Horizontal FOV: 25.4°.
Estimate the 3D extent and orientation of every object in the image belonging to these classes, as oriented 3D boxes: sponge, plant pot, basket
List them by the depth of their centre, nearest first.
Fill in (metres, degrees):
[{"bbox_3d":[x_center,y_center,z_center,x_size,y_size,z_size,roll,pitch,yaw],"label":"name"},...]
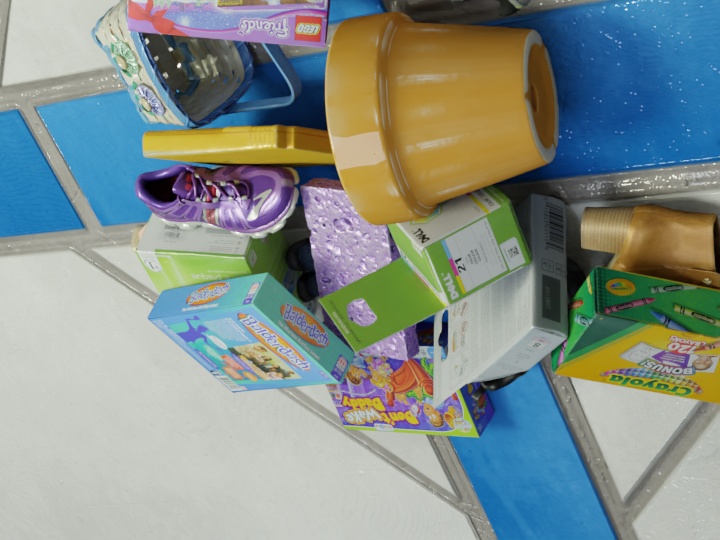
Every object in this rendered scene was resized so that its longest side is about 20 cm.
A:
[{"bbox_3d":[0.086,-0.154,1.519,0.181,0.201,0.202,-7,123,21],"label":"plant pot"},{"bbox_3d":[-0.169,-0.233,1.660,0.198,0.139,0.177,-12,118,40],"label":"basket"},{"bbox_3d":[0.000,0.000,1.732,0.111,0.030,0.202,9,120,35],"label":"sponge"}]

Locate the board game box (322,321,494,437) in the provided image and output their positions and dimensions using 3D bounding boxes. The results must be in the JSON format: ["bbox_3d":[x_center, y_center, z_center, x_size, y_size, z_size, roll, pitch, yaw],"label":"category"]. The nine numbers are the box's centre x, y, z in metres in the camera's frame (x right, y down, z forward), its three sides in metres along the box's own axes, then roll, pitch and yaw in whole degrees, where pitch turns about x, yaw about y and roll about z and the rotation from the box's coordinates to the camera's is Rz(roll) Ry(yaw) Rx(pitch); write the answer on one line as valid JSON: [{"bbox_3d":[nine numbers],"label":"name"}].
[{"bbox_3d":[0.047,0.128,1.894,0.198,0.045,0.135,-1,125,37],"label":"board game box"}]

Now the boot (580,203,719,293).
[{"bbox_3d":[0.297,0.018,1.593,0.142,0.071,0.203,9,137,21],"label":"boot"}]

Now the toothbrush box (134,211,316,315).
[{"bbox_3d":[-0.154,0.012,1.864,0.144,0.087,0.201,5,144,22],"label":"toothbrush box"}]

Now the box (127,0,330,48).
[{"bbox_3d":[-0.126,-0.292,1.536,0.197,0.039,0.138,5,120,-1],"label":"box"}]

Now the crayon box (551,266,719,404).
[{"bbox_3d":[0.299,0.066,1.567,0.197,0.059,0.119,10,146,-11],"label":"crayon box"}]

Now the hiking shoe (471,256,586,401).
[{"bbox_3d":[0.178,0.066,1.697,0.075,0.101,0.201,31,139,8],"label":"hiking shoe"}]

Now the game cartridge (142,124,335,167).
[{"bbox_3d":[-0.101,-0.132,1.692,0.198,0.175,0.033,-2,88,36],"label":"game cartridge"}]

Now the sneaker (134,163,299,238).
[{"bbox_3d":[-0.159,-0.081,1.739,0.198,0.082,0.083,-3,165,26],"label":"sneaker"}]

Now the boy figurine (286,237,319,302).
[{"bbox_3d":[0.008,-0.015,1.781,0.198,0.064,0.126,-9,106,39],"label":"boy figurine"}]

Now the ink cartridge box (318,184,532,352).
[{"bbox_3d":[0.051,-0.018,1.599,0.076,0.198,0.148,66,173,-27],"label":"ink cartridge box"}]

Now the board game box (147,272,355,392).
[{"bbox_3d":[-0.125,0.074,1.797,0.199,0.045,0.152,-8,136,47],"label":"board game box"}]

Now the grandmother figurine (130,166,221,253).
[{"bbox_3d":[-0.202,-0.069,1.900,0.120,0.061,0.199,26,143,-28],"label":"grandmother figurine"}]

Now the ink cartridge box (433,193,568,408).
[{"bbox_3d":[0.143,0.038,1.652,0.056,0.164,0.200,15,145,-18],"label":"ink cartridge box"}]

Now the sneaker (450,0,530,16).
[{"bbox_3d":[0.082,-0.290,1.438,0.198,0.074,0.088,23,131,-14],"label":"sneaker"}]
